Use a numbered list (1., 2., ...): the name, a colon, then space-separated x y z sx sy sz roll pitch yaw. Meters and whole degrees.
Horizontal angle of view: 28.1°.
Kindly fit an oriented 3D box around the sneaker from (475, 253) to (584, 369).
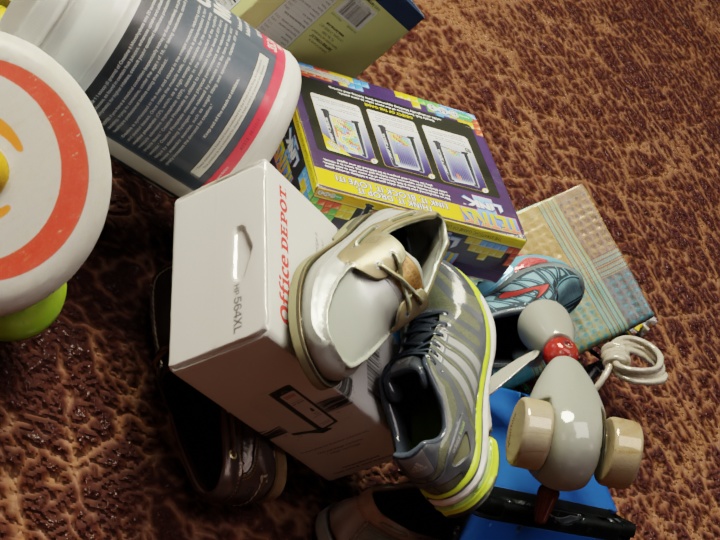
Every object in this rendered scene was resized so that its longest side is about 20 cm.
1. sneaker: 0.130 0.049 1.207 0.199 0.080 0.095 -20 34 -38

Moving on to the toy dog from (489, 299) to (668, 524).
1. toy dog: 0.144 0.111 1.069 0.131 0.097 0.200 26 28 8

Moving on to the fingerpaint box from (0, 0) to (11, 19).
1. fingerpaint box: -0.275 -0.126 1.090 0.166 0.073 0.201 24 39 -28

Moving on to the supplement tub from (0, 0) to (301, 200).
1. supplement tub: -0.156 -0.147 1.048 0.199 0.140 0.141 32 35 -24

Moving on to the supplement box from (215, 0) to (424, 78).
1. supplement box: -0.088 -0.228 1.224 0.135 0.200 0.200 56 13 23

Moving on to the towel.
1. towel: 0.148 0.021 1.305 0.199 0.022 0.147 -24 78 -12

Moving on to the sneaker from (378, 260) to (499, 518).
1. sneaker: 0.052 0.069 1.021 0.081 0.074 0.201 41 34 -45

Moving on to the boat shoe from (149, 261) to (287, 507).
1. boat shoe: -0.114 0.076 1.046 0.070 0.070 0.201 9 48 -49

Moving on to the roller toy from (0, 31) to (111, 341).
1. roller toy: -0.261 -0.059 0.915 0.199 0.139 0.184 16 80 -29

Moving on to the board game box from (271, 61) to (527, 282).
1. board game box: 0.023 -0.082 1.188 0.199 0.057 0.166 13 41 -28

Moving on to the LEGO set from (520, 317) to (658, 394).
1. LEGO set: 0.190 0.038 1.366 0.200 0.116 0.153 52 35 12

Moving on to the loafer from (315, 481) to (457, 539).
1. loafer: 0.057 0.193 1.111 0.199 0.063 0.072 5 51 -44

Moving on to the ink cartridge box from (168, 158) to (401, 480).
1. ink cartridge box: -0.046 0.040 1.023 0.200 0.084 0.147 43 34 -45

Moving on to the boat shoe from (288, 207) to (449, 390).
1. boat shoe: 0.008 0.007 0.973 0.075 0.068 0.200 63 26 -21

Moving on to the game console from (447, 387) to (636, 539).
1. game console: 0.109 0.191 1.121 0.199 0.172 0.118 18 9 -43
